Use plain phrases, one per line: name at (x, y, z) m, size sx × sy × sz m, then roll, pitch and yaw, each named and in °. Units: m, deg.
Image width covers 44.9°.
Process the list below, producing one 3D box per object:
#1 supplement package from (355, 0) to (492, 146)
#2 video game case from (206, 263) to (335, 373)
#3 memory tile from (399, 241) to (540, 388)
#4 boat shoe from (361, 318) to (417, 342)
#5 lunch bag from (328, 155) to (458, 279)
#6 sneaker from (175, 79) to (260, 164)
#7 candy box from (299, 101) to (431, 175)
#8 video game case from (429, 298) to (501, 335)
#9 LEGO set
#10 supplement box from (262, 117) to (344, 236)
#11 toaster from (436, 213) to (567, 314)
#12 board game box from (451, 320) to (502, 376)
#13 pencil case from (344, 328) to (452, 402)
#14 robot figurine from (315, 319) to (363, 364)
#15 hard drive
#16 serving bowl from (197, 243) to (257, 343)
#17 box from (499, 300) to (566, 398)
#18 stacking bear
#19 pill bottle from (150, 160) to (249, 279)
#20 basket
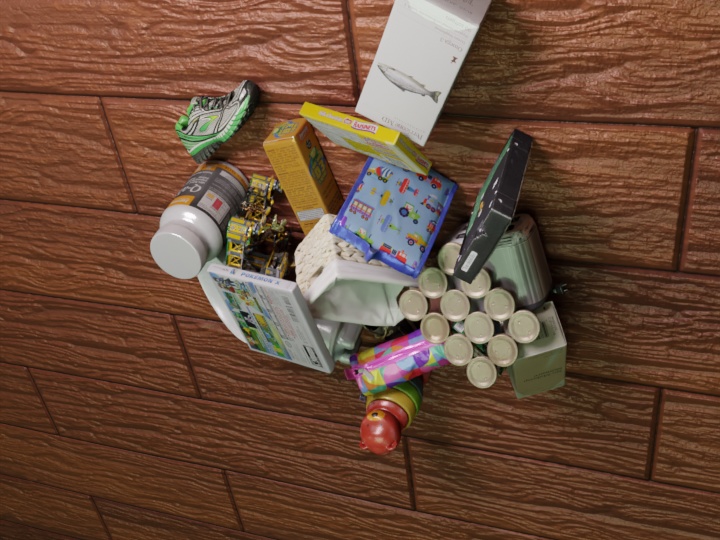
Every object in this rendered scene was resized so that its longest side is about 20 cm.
supplement package at (0.087, -0.299, 1.192) m, size 0.115 × 0.118 × 0.202 m, roll 25°, pitch 135°, yaw 1°
video game case at (-0.144, 0.079, 1.425) m, size 0.179 × 0.022 × 0.202 m, roll 12°, pitch 142°, yaw 32°
memory tile at (0.165, 0.070, 1.340) m, size 0.200 × 0.017 × 0.154 m, roll 44°, pitch 113°, yaw 11°
boat shoe at (0.033, 0.088, 1.586) m, size 0.071 × 0.060 × 0.200 m, roll -28°, pitch 113°, yaw 37°
lunch bag at (0.047, -0.084, 1.335) m, size 0.148 × 0.202 × 0.095 m, roll 30°, pitch 134°, yaw -3°
sneaker at (-0.236, -0.249, 1.407) m, size 0.198 × 0.079 × 0.085 m, roll -29°, pitch 112°, yaw 40°
candy box at (0.006, -0.197, 1.293) m, size 0.198 × 0.027 × 0.102 m, roll 26°, pitch 173°, yaw 38°
video game case at (0.207, 0.065, 1.518) m, size 0.196 × 0.018 × 0.145 m, roll -10°, pitch 123°, yaw 30°
LEGO set at (-0.150, -0.059, 1.459) m, size 0.113 × 0.201 × 0.157 m, roll 14°, pitch 121°, yaw 1°
supplement box at (-0.086, -0.145, 1.437) m, size 0.067 × 0.067 × 0.203 m, roll -8°, pitch 125°, yaw 29°
toaster at (0.217, -0.008, 1.376) m, size 0.196 × 0.114 × 0.132 m, roll -7°, pitch 112°, yaw 30°
board game box at (0.199, 0.129, 1.448) m, size 0.104 × 0.024 × 0.200 m, roll 41°, pitch 177°, yaw 14°
pencil case at (0.074, 0.157, 1.547) m, size 0.196 × 0.089 × 0.089 m, roll -24°, pitch 119°, yaw 13°
robot figurine at (-0.094, 0.108, 1.622) m, size 0.195 × 0.114 × 0.172 m, roll 17°, pitch 131°, yaw 11°
hard drive at (0.193, -0.094, 1.262) m, size 0.037 × 0.202 × 0.141 m, roll 24°, pitch 134°, yaw -2°
serving bowl at (-0.222, 0.029, 1.576) m, size 0.200 × 0.065 × 0.202 m, roll 43°, pitch 152°, yaw 30°
box at (0.284, 0.134, 1.429) m, size 0.093 × 0.079 × 0.201 m, roll -17°, pitch 152°, yaw 6°
stacking bear at (0.056, 0.249, 1.615) m, size 0.119 × 0.202 × 0.116 m, roll 2°, pitch 130°, yaw 21°
pill bottle at (-0.269, -0.087, 1.475) m, size 0.114 × 0.202 × 0.118 m, roll 11°, pitch 132°, yaw 13°
basket at (0.000, 0.000, 1.428) m, size 0.196 × 0.126 × 0.136 m, roll 8°, pitch 145°, yaw -33°
